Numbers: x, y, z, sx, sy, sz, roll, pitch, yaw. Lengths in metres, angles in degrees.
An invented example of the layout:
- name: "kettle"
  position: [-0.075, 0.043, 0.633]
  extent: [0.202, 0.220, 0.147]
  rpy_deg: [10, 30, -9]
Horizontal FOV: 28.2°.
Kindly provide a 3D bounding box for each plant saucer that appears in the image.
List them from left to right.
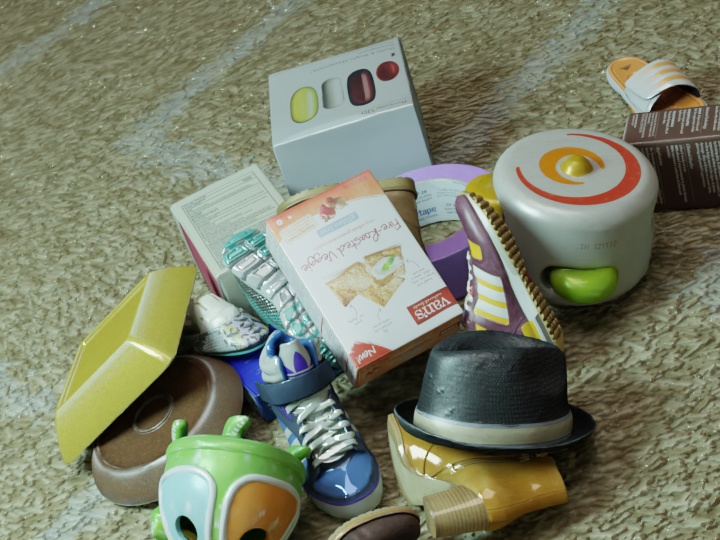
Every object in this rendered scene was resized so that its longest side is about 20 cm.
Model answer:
- name: "plant saucer"
  position: [-0.275, 0.094, 1.630]
  extent: [0.200, 0.048, 0.201]
  rpy_deg: [-43, 21, 24]
- name: "plant saucer"
  position: [-0.222, 0.166, 1.581]
  extent: [0.199, 0.035, 0.201]
  rpy_deg: [-22, 39, 19]

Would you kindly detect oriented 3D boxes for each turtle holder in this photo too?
- name: "turtle holder"
  position: [-0.145, 0.225, 1.411]
  extent: [0.184, 0.141, 0.133]
  rpy_deg: [0, 66, 22]

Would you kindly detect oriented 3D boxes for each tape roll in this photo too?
- name: "tape roll"
  position: [0.084, -0.044, 1.723]
  extent: [0.198, 0.066, 0.201]
  rpy_deg: [-13, 36, 10]

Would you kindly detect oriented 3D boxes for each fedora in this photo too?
- name: "fedora"
  position: [0.133, 0.112, 1.395]
  extent: [0.198, 0.093, 0.201]
  rpy_deg: [3, 11, -1]

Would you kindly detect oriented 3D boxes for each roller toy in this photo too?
- name: "roller toy"
  position: [0.232, -0.067, 1.582]
  extent: [0.199, 0.141, 0.182]
  rpy_deg: [31, 48, 34]

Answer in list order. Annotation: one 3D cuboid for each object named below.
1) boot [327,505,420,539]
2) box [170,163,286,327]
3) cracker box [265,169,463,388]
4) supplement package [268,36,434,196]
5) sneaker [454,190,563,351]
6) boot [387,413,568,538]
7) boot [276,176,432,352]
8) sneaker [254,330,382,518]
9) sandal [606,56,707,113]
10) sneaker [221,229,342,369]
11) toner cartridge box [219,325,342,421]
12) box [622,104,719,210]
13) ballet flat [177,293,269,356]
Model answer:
- name: "boot"
  position: [0.006, 0.318, 1.293]
  extent: [0.199, 0.073, 0.166]
  rpy_deg: [-30, 48, -16]
- name: "box"
  position: [-0.136, -0.023, 1.764]
  extent: [0.127, 0.110, 0.200]
  rpy_deg: [-27, 35, -9]
- name: "cracker box"
  position: [0.002, 0.007, 1.535]
  extent: [0.133, 0.058, 0.201]
  rpy_deg: [-27, 69, -16]
- name: "supplement package"
  position: [-0.010, -0.177, 1.876]
  extent: [0.189, 0.148, 0.201]
  rpy_deg: [-16, 34, 5]
- name: "sneaker"
  position: [0.133, 0.017, 1.509]
  extent: [0.090, 0.201, 0.075]
  rpy_deg: [-28, -1, 16]
- name: "boot"
  position: [0.113, 0.190, 1.406]
  extent: [0.143, 0.071, 0.201]
  rpy_deg: [-13, 26, -11]
- name: "boot"
  position: [0.000, 0.000, 1.603]
  extent: [0.173, 0.066, 0.202]
  rpy_deg: [-11, 65, 6]
- name: "sneaker"
  position: [-0.050, 0.145, 1.462]
  extent: [0.080, 0.147, 0.200]
  rpy_deg: [-25, 35, -7]
- name: "sandal"
  position: [0.372, -0.246, 1.855]
  extent: [0.079, 0.060, 0.207]
  rpy_deg: [-25, 35, -7]
- name: "sneaker"
  position: [-0.074, 0.041, 1.600]
  extent: [0.077, 0.091, 0.200]
  rpy_deg: [-35, 65, -17]
- name: "toner cartridge box"
  position: [-0.054, 0.084, 1.637]
  extent: [0.199, 0.043, 0.095]
  rpy_deg: [-33, 38, -17]
- name: "box"
  position: [0.409, -0.133, 1.650]
  extent: [0.198, 0.101, 0.075]
  rpy_deg: [-2, 38, 23]
- name: "ballet flat"
  position: [-0.181, 0.062, 1.659]
  extent: [0.072, 0.072, 0.199]
  rpy_deg: [-44, 23, -31]
